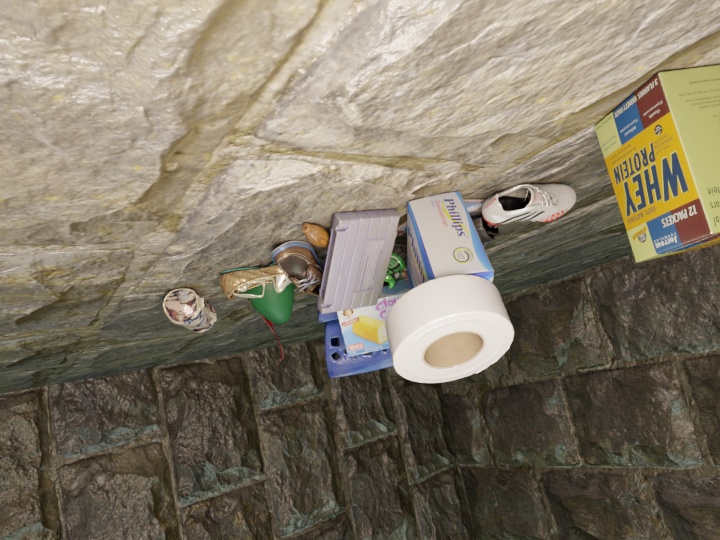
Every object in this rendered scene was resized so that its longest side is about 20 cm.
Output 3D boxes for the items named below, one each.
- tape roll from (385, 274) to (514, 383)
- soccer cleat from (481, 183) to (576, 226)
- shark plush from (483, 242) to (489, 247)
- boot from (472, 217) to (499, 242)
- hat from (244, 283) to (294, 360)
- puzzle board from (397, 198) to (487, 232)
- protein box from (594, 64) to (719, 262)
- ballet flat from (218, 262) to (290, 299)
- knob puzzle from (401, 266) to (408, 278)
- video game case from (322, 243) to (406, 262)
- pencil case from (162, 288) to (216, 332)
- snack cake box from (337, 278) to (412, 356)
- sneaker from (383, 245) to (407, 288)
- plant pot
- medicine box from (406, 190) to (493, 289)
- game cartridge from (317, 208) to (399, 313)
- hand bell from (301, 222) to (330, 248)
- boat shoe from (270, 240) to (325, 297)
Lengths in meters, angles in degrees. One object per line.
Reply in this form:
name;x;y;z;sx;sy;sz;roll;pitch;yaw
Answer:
tape roll;0.140;0.099;0.832;0.196;0.072;0.205;-8;140;-7
soccer cleat;0.319;-0.128;0.966;0.194;0.071;0.085;-9;165;-9
shark plush;0.279;-0.064;1.240;0.197;0.091;0.084;11;118;-49
boot;0.205;-0.056;1.085;0.170;0.071;0.199;-15;168;23
hat;-0.209;0.128;1.322;0.162;0.182;0.199;-17;168;23
puzzle board;0.188;-0.107;1.045;0.196;0.018;0.150;-6;167;-36
protein box;0.455;-0.141;0.689;0.192;0.206;0.135;-10;169;-12
ballet flat;-0.197;0.021;1.100;0.194;0.067;0.071;-13;167;-5
knob puzzle;0.111;0.009;1.153;0.213;0.031;0.220;18;171;3
video game case;0.000;-0.024;1.223;0.196;0.024;0.180;-21;167;33
pencil case;-0.391;0.096;1.218;0.087;0.080;0.200;8;167;-3
snack cake box;0.054;0.093;1.086;0.194;0.118;0.068;-12;-157;4
sneaker;0.000;0.000;1.079;0.196;0.086;0.079;-6;133;39
plant pot;0.001;0.106;1.228;0.194;0.184;0.201;-13;-154;6
medicine box;0.149;0.002;0.922;0.100;0.186;0.203;-11;141;-3
game cartridge;-0.005;-0.016;0.947;0.127;0.039;0.204;-10;131;-31
hand bell;-0.050;-0.044;0.964;0.102;0.107;0.199;-17;155;23
boat shoe;-0.105;0.003;1.031;0.071;0.074;0.199;-30;156;13
